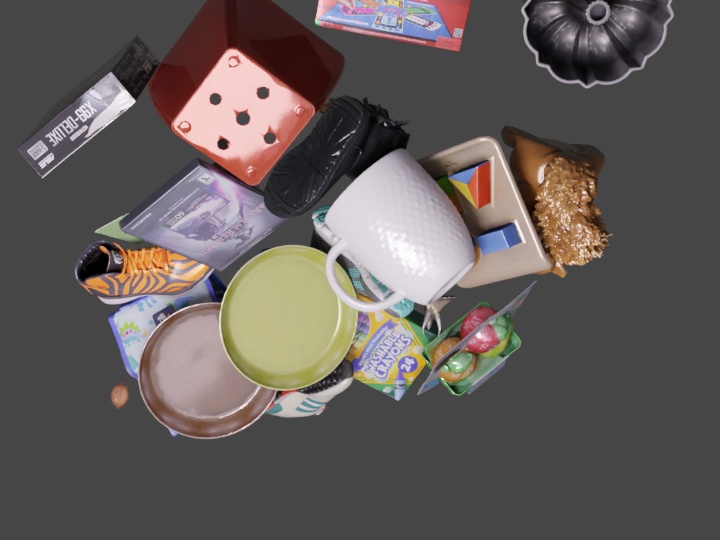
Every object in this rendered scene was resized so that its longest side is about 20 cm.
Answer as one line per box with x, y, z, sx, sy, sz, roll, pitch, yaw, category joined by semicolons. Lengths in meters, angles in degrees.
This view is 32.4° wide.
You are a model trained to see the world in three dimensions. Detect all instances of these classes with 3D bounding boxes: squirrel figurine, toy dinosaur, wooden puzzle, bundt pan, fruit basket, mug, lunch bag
0.257;-0.076;1.687;0.140;0.200;0.188;10;108;-14;squirrel figurine
0.087;-0.017;1.760;0.076;0.103;0.201;-22;118;7;toy dinosaur
0.150;-0.070;1.681;0.185;0.046;0.201;-16;104;52;wooden puzzle
0.302;-0.348;1.617;0.200;0.076;0.204;-2;118;-3;bundt pan
0.168;0.105;1.763;0.185;0.200;0.094;-37;83;-18;fruit basket
0.044;-0.032;1.639;0.200;0.148;0.176;-40;80;-11;mug
-0.246;0.109;1.796;0.169;0.128;0.201;-28;102;9;lunch bag

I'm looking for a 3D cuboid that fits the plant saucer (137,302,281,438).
-0.209;0.136;1.719;0.198;0.032;0.202;-3;107;-10;plant saucer

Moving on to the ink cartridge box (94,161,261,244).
-0.241;-0.073;1.687;0.199;0.145;0.048;-30;78;10;ink cartridge box

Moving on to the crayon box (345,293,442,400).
0.007;0.095;1.841;0.199;0.052;0.126;28;112;-17;crayon box

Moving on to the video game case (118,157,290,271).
-0.197;-0.069;1.619;0.142;0.019;0.199;-36;147;20;video game case

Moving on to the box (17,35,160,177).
-0.341;-0.212;1.572;0.157;0.200;0.050;-36;109;13;box

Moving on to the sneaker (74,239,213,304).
-0.304;-0.005;1.716;0.198;0.078;0.112;-17;159;12;sneaker

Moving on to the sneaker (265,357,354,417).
-0.069;0.173;1.842;0.199;0.071;0.093;-23;147;37;sneaker

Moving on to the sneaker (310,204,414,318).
0.000;0.000;1.741;0.077;0.200;0.092;-24;152;-36;sneaker

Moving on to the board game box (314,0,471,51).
0.045;-0.356;1.627;0.198;0.019;0.104;8;115;-8;board game box

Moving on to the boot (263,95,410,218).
-0.026;-0.142;1.650;0.073;0.162;0.199;42;101;21;boot

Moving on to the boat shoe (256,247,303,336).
-0.121;0.069;1.763;0.083;0.069;0.202;-18;90;-9;boat shoe

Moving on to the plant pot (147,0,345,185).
-0.148;-0.225;1.592;0.199;0.177;0.200;34;111;-20;plant pot

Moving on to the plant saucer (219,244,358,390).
-0.100;0.063;1.695;0.198;0.031;0.202;-4;100;-21;plant saucer
